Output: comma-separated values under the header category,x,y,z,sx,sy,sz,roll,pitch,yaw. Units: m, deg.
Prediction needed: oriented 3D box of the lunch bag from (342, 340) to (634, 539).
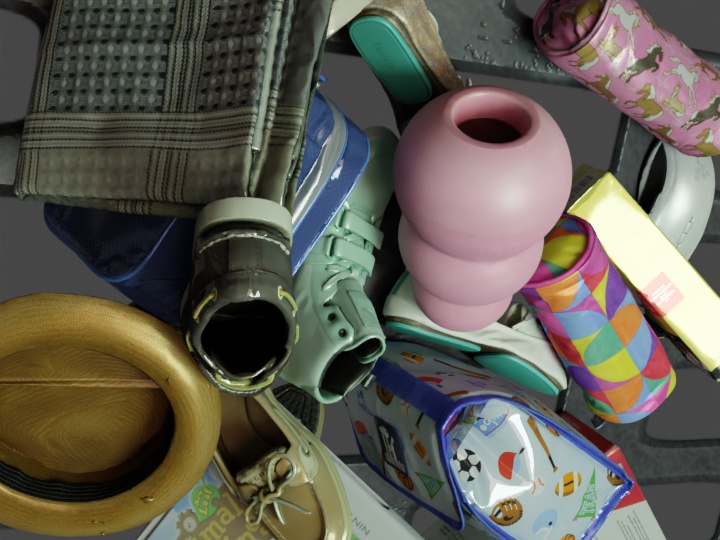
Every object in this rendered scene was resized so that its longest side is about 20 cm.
category,x,y,z,sx,sy,sz,roll,pitch,yaw
lunch bag,0.084,0.136,0.903,0.200,0.170,0.124,39,82,-33

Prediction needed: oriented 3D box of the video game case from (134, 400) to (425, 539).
category,x,y,z,sx,sy,sz,roll,pitch,yaw
video game case,-0.073,0.222,0.847,0.200,0.182,0.022,-52,164,8

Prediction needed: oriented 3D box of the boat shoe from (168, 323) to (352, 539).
category,x,y,z,sx,sy,sz,roll,pitch,yaw
boat shoe,-0.080,0.123,0.810,0.073,0.200,0.063,-40,165,14

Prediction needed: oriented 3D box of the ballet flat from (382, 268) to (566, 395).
category,x,y,z,sx,sy,sz,roll,pitch,yaw
ballet flat,0.107,0.047,0.950,0.199,0.069,0.070,24,95,-31

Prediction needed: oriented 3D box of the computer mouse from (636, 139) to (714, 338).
category,x,y,z,sx,sy,sz,roll,pitch,yaw
computer mouse,0.273,-0.026,1.017,0.109,0.044,0.201,5,105,-27

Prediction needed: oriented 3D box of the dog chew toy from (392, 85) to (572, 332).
category,x,y,z,sx,sy,sz,roll,pitch,yaw
dog chew toy,0.081,-0.032,0.820,0.124,0.125,0.201,-19,140,-21

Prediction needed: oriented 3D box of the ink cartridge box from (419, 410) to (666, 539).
category,x,y,z,sx,sy,sz,roll,pitch,yaw
ink cartridge box,0.162,0.252,1.031,0.200,0.084,0.145,-39,121,-12

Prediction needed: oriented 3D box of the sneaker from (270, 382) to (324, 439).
category,x,y,z,sx,sy,sz,roll,pitch,yaw
sneaker,-0.070,0.184,0.912,0.088,0.077,0.201,11,100,-63

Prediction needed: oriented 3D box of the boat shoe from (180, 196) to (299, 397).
category,x,y,z,sx,sy,sz,roll,pitch,yaw
boat shoe,-0.072,0.035,0.668,0.071,0.061,0.202,0,151,-6

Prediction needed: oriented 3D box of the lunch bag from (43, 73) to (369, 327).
category,x,y,z,sx,sy,sz,roll,pitch,yaw
lunch bag,-0.092,-0.064,0.758,0.200,0.136,0.132,-53,138,2

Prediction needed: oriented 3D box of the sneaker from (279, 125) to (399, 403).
category,x,y,z,sx,sy,sz,roll,pitch,yaw
sneaker,0.000,0.000,0.834,0.074,0.118,0.201,21,100,-47

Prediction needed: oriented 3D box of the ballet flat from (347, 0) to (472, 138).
category,x,y,z,sx,sy,sz,roll,pitch,yaw
ballet flat,0.055,-0.137,0.851,0.200,0.068,0.068,61,39,-43

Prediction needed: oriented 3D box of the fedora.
category,x,y,z,sx,sy,sz,roll,pitch,yaw
fedora,-0.196,0.088,0.779,0.199,0.082,0.202,-4,114,-9

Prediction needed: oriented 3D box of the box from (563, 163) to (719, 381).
category,x,y,z,sx,sy,sz,roll,pitch,yaw
box,0.244,0.000,0.957,0.050,0.075,0.200,-42,103,3

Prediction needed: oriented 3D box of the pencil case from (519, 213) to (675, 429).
category,x,y,z,sx,sy,sz,roll,pitch,yaw
pencil case,0.189,0.045,0.937,0.088,0.088,0.200,-42,127,-9

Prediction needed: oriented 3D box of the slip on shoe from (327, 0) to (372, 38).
category,x,y,z,sx,sy,sz,roll,pitch,yaw
slip on shoe,-0.007,-0.217,0.757,0.061,0.076,0.200,45,54,-17

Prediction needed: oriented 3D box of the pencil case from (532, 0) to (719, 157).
category,x,y,z,sx,sy,sz,roll,pitch,yaw
pencil case,0.233,-0.165,0.926,0.199,0.083,0.087,28,84,-31

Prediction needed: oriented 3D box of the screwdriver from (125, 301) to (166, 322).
category,x,y,z,sx,sy,sz,roll,pitch,yaw
screwdriver,-0.090,-0.010,0.851,0.199,0.028,0.029,-34,91,-21

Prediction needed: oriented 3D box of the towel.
category,x,y,z,sx,sy,sz,roll,pitch,yaw
towel,-0.112,-0.127,0.676,0.035,0.199,0.194,35,63,-64
